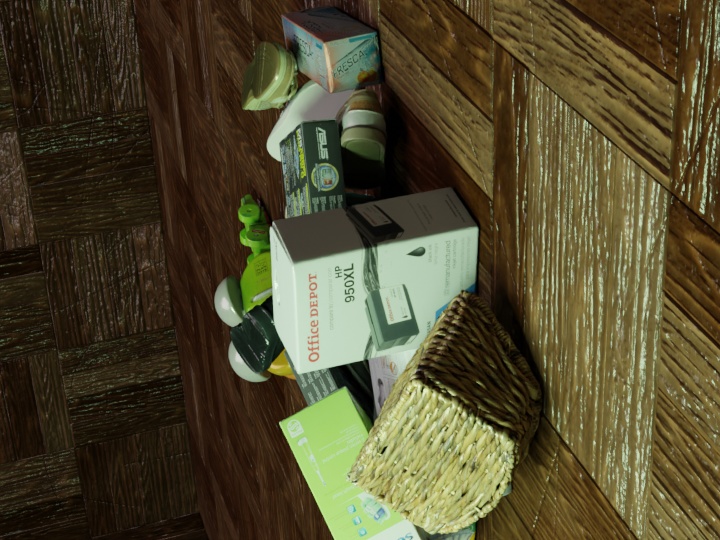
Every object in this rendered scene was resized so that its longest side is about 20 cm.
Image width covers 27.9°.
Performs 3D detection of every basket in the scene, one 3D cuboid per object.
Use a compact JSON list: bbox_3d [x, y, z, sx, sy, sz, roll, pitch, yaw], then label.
[{"bbox_3d":[0.100,0.146,1.429,0.149,0.142,0.200,-58,-1,-44],"label":"basket"}]

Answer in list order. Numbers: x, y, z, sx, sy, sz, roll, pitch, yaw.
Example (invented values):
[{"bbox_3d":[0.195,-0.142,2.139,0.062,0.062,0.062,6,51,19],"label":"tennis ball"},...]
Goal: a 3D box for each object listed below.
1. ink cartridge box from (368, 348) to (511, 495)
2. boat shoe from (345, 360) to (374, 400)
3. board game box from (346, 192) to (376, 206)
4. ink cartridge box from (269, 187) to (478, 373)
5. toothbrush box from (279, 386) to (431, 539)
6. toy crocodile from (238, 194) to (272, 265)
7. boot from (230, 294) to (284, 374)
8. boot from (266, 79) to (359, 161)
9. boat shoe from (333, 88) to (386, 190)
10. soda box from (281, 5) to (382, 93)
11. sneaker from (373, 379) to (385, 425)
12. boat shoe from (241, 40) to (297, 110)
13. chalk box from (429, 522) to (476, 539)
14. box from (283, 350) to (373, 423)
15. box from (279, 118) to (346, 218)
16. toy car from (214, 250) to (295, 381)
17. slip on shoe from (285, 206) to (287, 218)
[{"bbox_3d":[0.082,0.153,1.568,0.200,0.050,0.163,10,111,62],"label":"ink cartridge box"},{"bbox_3d":[-0.007,0.093,1.936,0.067,0.057,0.200,54,-179,-42],"label":"boat shoe"},{"bbox_3d":[0.000,0.000,1.727,0.200,0.047,0.152,-126,44,-73],"label":"board game box"},{"bbox_3d":[0.014,0.011,1.493,0.084,0.199,0.145,-119,22,-51],"label":"ink cartridge box"},{"bbox_3d":[0.004,0.245,1.551,0.201,0.086,0.146,63,-179,23],"label":"toothbrush box"},{"bbox_3d":[-0.170,-0.059,2.455,0.200,0.061,0.068,-112,17,-52],"label":"toy crocodile"},{"bbox_3d":[-0.084,0.052,1.918,0.073,0.162,0.198,52,158,8],"label":"boot"},{"bbox_3d":[-0.054,-0.220,1.845,0.200,0.073,0.091,-35,29,51],"label":"boot"},{"bbox_3d":[0.000,-0.150,1.709,0.200,0.074,0.069,124,151,-72],"label":"boat shoe"},{"bbox_3d":[-0.036,-0.268,1.737,0.200,0.068,0.064,-133,32,-63],"label":"soda box"},{"bbox_3d":[0.047,0.139,1.752,0.091,0.075,0.201,-121,33,-68],"label":"sneaker"},{"bbox_3d":[-0.104,-0.238,1.809,0.201,0.063,0.074,154,120,-74],"label":"boat shoe"},{"bbox_3d":[0.057,0.292,1.697,0.125,0.123,0.201,-120,23,-49],"label":"chalk box"},{"bbox_3d":[-0.010,0.193,1.867,0.158,0.050,0.200,45,-169,-45],"label":"box"},{"bbox_3d":[-0.052,-0.066,1.694,0.160,0.044,0.201,162,101,-77],"label":"box"},{"bbox_3d":[-0.109,0.071,2.166,0.150,0.174,0.201,28,-141,-59],"label":"toy car"},{"bbox_3d":[-0.061,-0.096,1.968,0.061,0.076,0.201,-129,39,-66],"label":"slip on shoe"}]
